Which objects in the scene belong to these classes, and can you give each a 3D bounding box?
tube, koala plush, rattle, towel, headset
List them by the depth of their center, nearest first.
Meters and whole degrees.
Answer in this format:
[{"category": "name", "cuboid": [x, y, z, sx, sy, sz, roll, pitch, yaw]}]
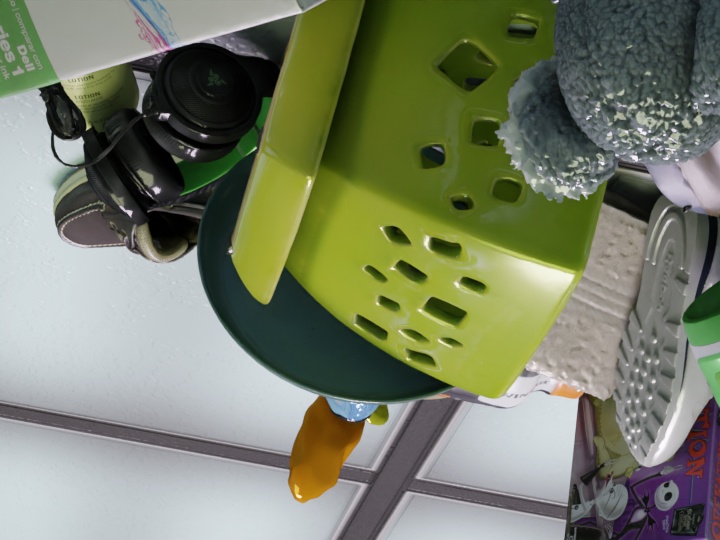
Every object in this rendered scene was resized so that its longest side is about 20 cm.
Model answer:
[{"category": "koala plush", "cuboid": [0.137, -0.136, 1.041, 0.183, 0.201, 0.177, 28, 149, -36]}, {"category": "tube", "cuboid": [-0.173, -0.151, 1.281, 0.052, 0.058, 0.200, 35, 160, 24]}, {"category": "headset", "cuboid": [-0.123, -0.092, 1.318, 0.123, 0.094, 0.200, -40, 164, 25]}, {"category": "towel", "cuboid": [0.123, 0.003, 1.447, 0.199, 0.035, 0.133, 23, 111, -31]}, {"category": "rattle", "cuboid": [0.053, 0.096, 1.638, 0.199, 0.143, 0.131, 7, 137, 17]}]

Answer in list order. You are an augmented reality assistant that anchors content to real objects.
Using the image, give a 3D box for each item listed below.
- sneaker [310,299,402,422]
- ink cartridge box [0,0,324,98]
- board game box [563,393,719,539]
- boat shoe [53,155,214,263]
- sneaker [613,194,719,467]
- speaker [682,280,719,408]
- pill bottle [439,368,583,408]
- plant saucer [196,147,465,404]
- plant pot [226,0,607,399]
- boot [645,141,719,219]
[{"category": "sneaker", "cuboid": [-0.018, 0.012, 1.404, 0.078, 0.201, 0.090, 2, 136, -10]}, {"category": "ink cartridge box", "cuboid": [-0.083, -0.163, 1.100, 0.199, 0.145, 0.084, -11, 106, 35]}, {"category": "board game box", "cuboid": [0.201, 0.102, 1.525, 0.120, 0.201, 0.032, -13, 147, 36]}, {"category": "boat shoe", "cuboid": [-0.137, -0.038, 1.486, 0.200, 0.065, 0.073, -15, 148, 41]}, {"category": "sneaker", "cuboid": [0.221, 0.041, 1.445, 0.080, 0.076, 0.201, -2, 121, -25]}, {"category": "speaker", "cuboid": [0.281, 0.094, 1.372, 0.088, 0.088, 0.200, -23, 103, 48]}, {"category": "pill bottle", "cuboid": [0.064, 0.035, 1.536, 0.199, 0.107, 0.106, 12, 155, -9]}, {"category": "plant saucer", "cuboid": [0.000, 0.000, 1.331, 0.199, 0.201, 0.027, 10, 144, -4]}, {"category": "plant pot", "cuboid": [0.036, -0.069, 1.228, 0.181, 0.201, 0.199, 16, 155, -4]}, {"category": "boot", "cuboid": [0.238, -0.060, 1.340, 0.097, 0.075, 0.200, 1, 146, 37]}]
